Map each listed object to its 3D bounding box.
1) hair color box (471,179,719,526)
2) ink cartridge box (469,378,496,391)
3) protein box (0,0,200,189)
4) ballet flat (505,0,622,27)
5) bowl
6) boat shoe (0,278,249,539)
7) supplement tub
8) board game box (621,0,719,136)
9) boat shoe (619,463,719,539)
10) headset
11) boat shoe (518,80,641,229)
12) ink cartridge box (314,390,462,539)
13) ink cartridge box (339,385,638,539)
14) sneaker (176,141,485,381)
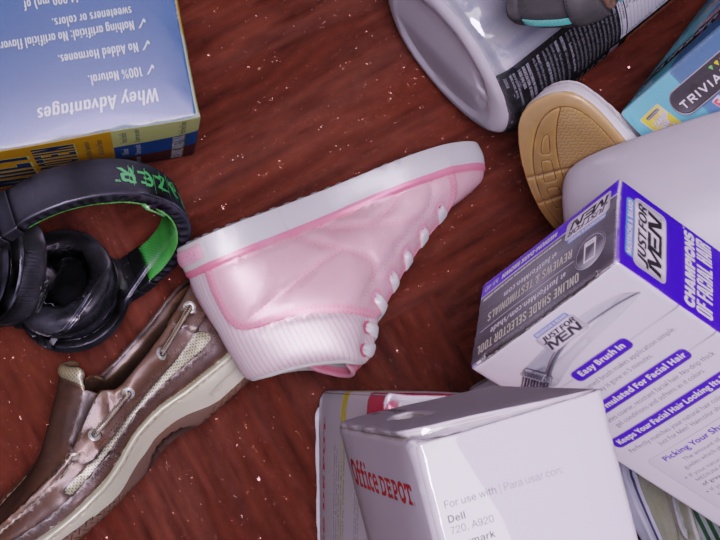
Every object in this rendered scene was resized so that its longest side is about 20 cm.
[{"bbox_3d":[0.168,0.052,0.729,0.199,0.109,0.065,32,44,-20],"label":"hair color box"},{"bbox_3d":[0.110,0.127,0.835,0.099,0.039,0.203,3,86,-41],"label":"ink cartridge box"},{"bbox_3d":[-0.202,-0.154,0.781,0.196,0.135,0.202,-11,88,-9],"label":"protein box"},{"bbox_3d":[0.093,-0.210,0.747,0.068,0.068,0.202,-16,54,25],"label":"ballet flat"},{"bbox_3d":[0.221,0.011,0.774,0.198,0.075,0.201,-15,130,25],"label":"bowl"},{"bbox_3d":[-0.149,0.083,0.803,0.202,0.075,0.075,-43,109,-19],"label":"boat shoe"},{"bbox_3d":[0.122,-0.186,0.835,0.199,0.123,0.123,-39,92,-9],"label":"supplement tub"},{"bbox_3d":[0.243,-0.161,0.793,0.047,0.151,0.200,44,48,-2],"label":"board game box"},{"bbox_3d":[0.216,0.178,0.841,0.072,0.062,0.201,-40,104,-18],"label":"boat shoe"},{"bbox_3d":[-0.180,0.017,0.785,0.199,0.123,0.095,-32,62,20],"label":"headset"},{"bbox_3d":[0.157,-0.045,0.836,0.200,0.070,0.070,50,42,-33],"label":"boat shoe"},{"bbox_3d":[0.031,0.137,0.764,0.082,0.200,0.147,1,86,-11],"label":"ink cartridge box"},{"bbox_3d":[0.064,0.152,0.593,0.083,0.146,0.202,-14,90,-13],"label":"ink cartridge box"},{"bbox_3d":[0.000,0.000,0.816,0.199,0.075,0.106,-23,89,-27],"label":"sneaker"}]
